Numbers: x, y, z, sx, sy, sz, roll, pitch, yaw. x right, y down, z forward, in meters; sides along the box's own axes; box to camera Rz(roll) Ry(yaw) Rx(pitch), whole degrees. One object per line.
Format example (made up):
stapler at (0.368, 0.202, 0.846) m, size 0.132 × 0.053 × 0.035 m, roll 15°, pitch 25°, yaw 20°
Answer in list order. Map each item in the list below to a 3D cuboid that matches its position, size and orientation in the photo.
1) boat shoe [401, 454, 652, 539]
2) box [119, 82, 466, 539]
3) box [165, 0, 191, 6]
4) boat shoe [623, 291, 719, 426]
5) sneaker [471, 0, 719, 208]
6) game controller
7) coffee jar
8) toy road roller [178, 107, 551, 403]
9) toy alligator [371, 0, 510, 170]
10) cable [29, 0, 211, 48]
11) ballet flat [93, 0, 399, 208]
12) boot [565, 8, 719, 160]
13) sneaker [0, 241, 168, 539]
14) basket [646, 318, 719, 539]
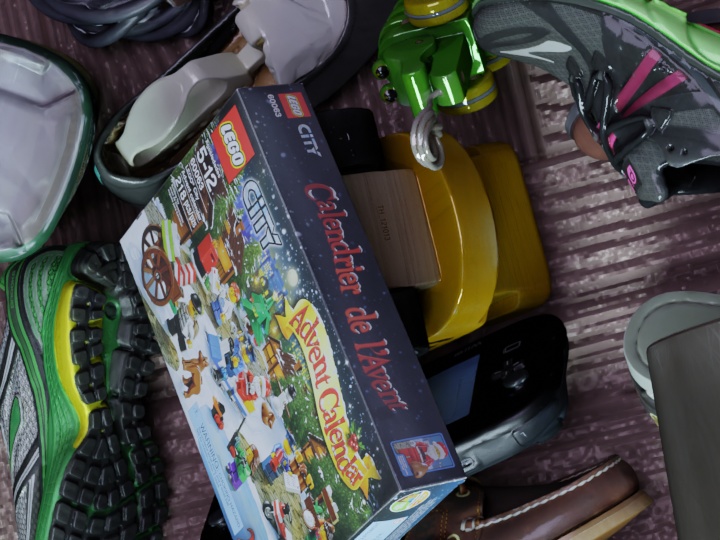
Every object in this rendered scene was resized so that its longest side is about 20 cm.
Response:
boat shoe at (0.042, 0.135, 1.338) m, size 0.199 × 0.070 × 0.071 m, roll -31°, pitch 80°, yaw 15°
box at (-0.035, 0.037, 1.250) m, size 0.137 × 0.037 × 0.201 m, roll -48°, pitch 58°, yaw 49°
box at (-0.027, -0.219, 1.369) m, size 0.199 × 0.075 × 0.101 m, roll -24°, pitch 80°, yaw 2°
boat shoe at (0.221, 0.062, 1.288) m, size 0.200 × 0.061 × 0.072 m, roll 15°, pitch 62°, yaw 19°
sneaker at (0.129, -0.075, 1.249) m, size 0.199 × 0.077 × 0.084 m, roll 28°, pitch 90°, yaw 24°
game controller at (0.012, 0.083, 1.340) m, size 0.199 × 0.105 × 0.042 m, roll -26°, pitch 118°, yaw 18°
coffee jar at (-0.176, -0.063, 1.369) m, size 0.085 × 0.200 × 0.105 m, roll 19°, pitch 93°, yaw -6°
toy road roller at (0.000, 0.000, 1.355) m, size 0.200 × 0.145 × 0.124 m, roll -27°, pitch 74°, yaw 54°
toy alligator at (0.030, -0.100, 1.308) m, size 0.054 × 0.200 × 0.060 m, roll -9°, pitch 118°, yaw 21°
cable at (-0.125, -0.212, 1.444) m, size 0.163 × 0.051 × 0.201 m, roll -35°, pitch 79°, yaw 6°
ballet flat at (-0.055, -0.100, 1.393) m, size 0.200 × 0.068 × 0.068 m, roll -42°, pitch 73°, yaw 12°
boot at (0.207, -0.027, 1.286) m, size 0.187 × 0.069 × 0.201 m, roll -19°, pitch 70°, yaw 5°
sneaker at (-0.149, 0.085, 1.420) m, size 0.085 × 0.078 × 0.202 m, roll 4°, pitch 90°, yaw 44°
basket at (0.198, 0.117, 1.183) m, size 0.135 × 0.180 × 0.201 m, roll -11°, pitch 81°, yaw -14°
